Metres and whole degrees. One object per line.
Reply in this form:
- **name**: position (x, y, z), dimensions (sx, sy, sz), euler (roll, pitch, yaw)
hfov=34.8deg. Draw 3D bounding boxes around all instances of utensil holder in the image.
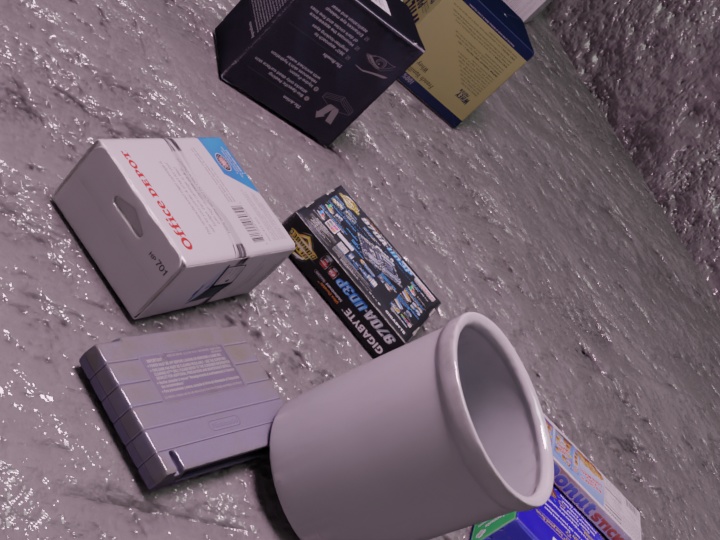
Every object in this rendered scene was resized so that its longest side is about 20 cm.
- **utensil holder**: position (0.044, 0.152, 1.005), dimensions (0.170, 0.198, 0.172), euler (42, 35, -38)

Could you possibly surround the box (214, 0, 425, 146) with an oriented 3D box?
- **box**: position (-0.057, -0.306, 1.523), dimensions (0.196, 0.200, 0.118), euler (30, 31, -36)

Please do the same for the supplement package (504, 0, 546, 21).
- **supplement package**: position (0.441, -0.800, 3.118), dimensions (0.201, 0.152, 0.151), euler (50, 24, 2)

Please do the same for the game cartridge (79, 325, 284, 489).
- **game cartridge**: position (-0.143, 0.111, 0.991), dimensions (0.130, 0.038, 0.199), euler (53, 24, 18)

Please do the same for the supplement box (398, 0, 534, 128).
- **supplement box**: position (0.164, -0.406, 2.035), dimensions (0.199, 0.199, 0.135), euler (36, 27, -26)

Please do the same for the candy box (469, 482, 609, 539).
- **candy box**: position (0.211, 0.294, 1.270), dimensions (0.169, 0.077, 0.200), euler (47, 23, -6)

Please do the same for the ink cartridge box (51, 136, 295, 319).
- **ink cartridge box**: position (-0.173, -0.047, 1.100), dimensions (0.147, 0.086, 0.199), euler (54, 26, 11)

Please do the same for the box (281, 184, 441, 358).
- **box**: position (0.000, 0.000, 1.370), dimensions (0.201, 0.046, 0.159), euler (49, 24, 0)

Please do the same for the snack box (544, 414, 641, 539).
- **snack box**: position (0.243, 0.231, 1.292), dimensions (0.200, 0.024, 0.072), euler (46, 25, -8)
